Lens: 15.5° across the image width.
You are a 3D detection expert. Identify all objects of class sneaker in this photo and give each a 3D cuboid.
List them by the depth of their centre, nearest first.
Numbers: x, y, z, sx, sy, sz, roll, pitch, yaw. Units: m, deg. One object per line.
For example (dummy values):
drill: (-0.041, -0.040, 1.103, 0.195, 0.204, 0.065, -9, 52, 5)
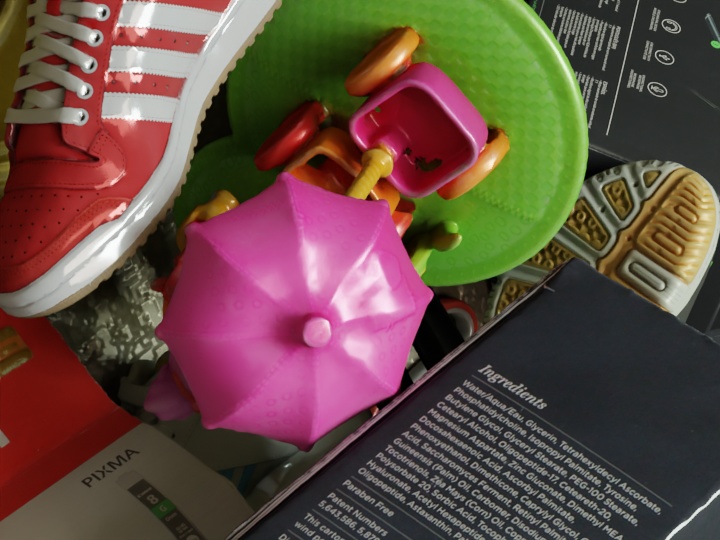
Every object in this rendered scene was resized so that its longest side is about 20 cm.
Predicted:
sneaker: (-0.099, -0.089, 0.936, 0.113, 0.071, 0.201, 50, 56, -39)
sneaker: (0.090, 0.045, 1.083, 0.087, 0.076, 0.201, 15, 111, -52)
sneaker: (-0.079, 0.081, 1.089, 0.200, 0.076, 0.081, -42, 111, -44)

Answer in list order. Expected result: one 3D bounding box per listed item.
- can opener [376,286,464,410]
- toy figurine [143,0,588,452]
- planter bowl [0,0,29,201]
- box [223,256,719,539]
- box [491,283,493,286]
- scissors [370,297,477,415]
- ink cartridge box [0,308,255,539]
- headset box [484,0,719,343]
can opener: (0.000, 0.000, 1.132, 0.201, 0.063, 0.079, 66, 24, -9)
toy figurine: (-0.028, -0.003, 0.979, 0.150, 0.200, 0.184, 48, 36, -11)
planter bowl: (-0.148, -0.118, 0.992, 0.200, 0.083, 0.202, -8, 102, -41)
box: (0.058, 0.141, 0.954, 0.196, 0.124, 0.201, -40, 142, -27)
box: (0.139, 0.054, 1.268, 0.099, 0.095, 0.201, -25, 112, -37)
scissors: (-0.010, 0.086, 1.196, 0.200, 0.014, 0.073, -37, 121, -32)
ink cartridge box: (-0.126, 0.109, 0.983, 0.161, 0.050, 0.200, -34, 81, -28)
headset box: (0.151, -0.054, 1.156, 0.199, 0.093, 0.175, 21, 43, -3)
